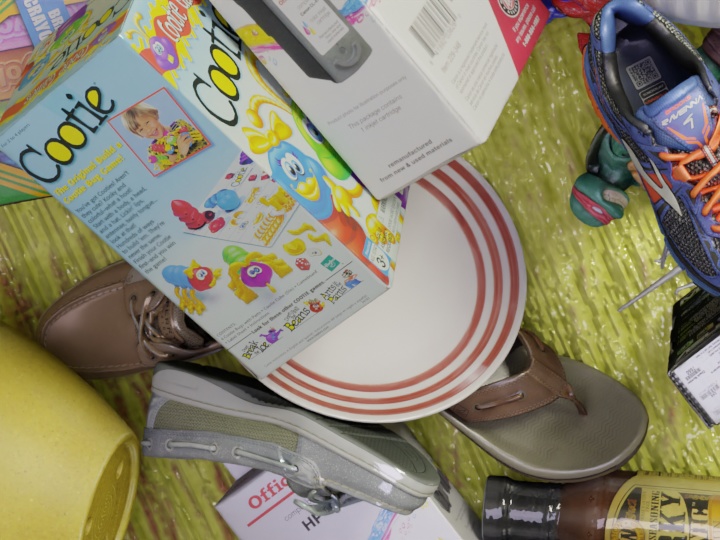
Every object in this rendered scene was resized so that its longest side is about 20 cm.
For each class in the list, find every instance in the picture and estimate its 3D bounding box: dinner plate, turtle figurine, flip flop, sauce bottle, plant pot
[{"bbox_3d":[0.000,0.000,1.347,0.199,0.024,0.201,5,65,-11],"label":"dinner plate"},{"bbox_3d":[0.186,-0.075,1.306,0.101,0.150,0.200,42,95,20],"label":"turtle figurine"},{"bbox_3d":[0.079,0.059,1.366,0.200,0.058,0.081,32,71,6],"label":"flip flop"},{"bbox_3d":[0.174,0.153,1.377,0.199,0.065,0.065,2,101,9],"label":"sauce bottle"},{"bbox_3d":[-0.215,0.126,1.359,0.142,0.200,0.201,14,102,10],"label":"plant pot"}]

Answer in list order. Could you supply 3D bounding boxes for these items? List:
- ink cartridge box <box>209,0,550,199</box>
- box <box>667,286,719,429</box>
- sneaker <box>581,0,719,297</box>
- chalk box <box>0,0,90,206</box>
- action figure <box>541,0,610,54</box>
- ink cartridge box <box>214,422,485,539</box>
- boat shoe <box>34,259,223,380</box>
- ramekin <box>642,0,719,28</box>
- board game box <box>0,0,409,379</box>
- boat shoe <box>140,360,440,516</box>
[{"bbox_3d":[-0.001,-0.162,1.233,0.086,0.148,0.200,-30,108,37],"label":"ink cartridge box"},{"bbox_3d":[0.261,-0.006,1.268,0.200,0.193,0.048,-39,90,12],"label":"box"},{"bbox_3d":[0.171,-0.062,1.183,0.075,0.078,0.200,-35,65,1],"label":"sneaker"},{"bbox_3d":[-0.140,-0.117,1.348,0.199,0.125,0.124,-10,99,10],"label":"chalk box"},{"bbox_3d":[0.080,-0.195,1.329,0.099,0.065,0.200,-30,93,6],"label":"action figure"},{"bbox_3d":[-0.007,0.151,1.403,0.115,0.068,0.200,-38,92,13],"label":"ink cartridge box"},{"bbox_3d":[-0.114,0.022,1.398,0.199,0.065,0.071,-19,97,12],"label":"boat shoe"},{"bbox_3d":[0.199,-0.222,1.241,0.199,0.201,0.105,4,137,8],"label":"ramekin"},{"bbox_3d":[-0.082,-0.057,1.224,0.105,0.103,0.200,-35,114,28],"label":"board game box"},{"bbox_3d":[-0.044,0.107,1.332,0.202,0.074,0.065,18,95,29],"label":"boat shoe"}]
